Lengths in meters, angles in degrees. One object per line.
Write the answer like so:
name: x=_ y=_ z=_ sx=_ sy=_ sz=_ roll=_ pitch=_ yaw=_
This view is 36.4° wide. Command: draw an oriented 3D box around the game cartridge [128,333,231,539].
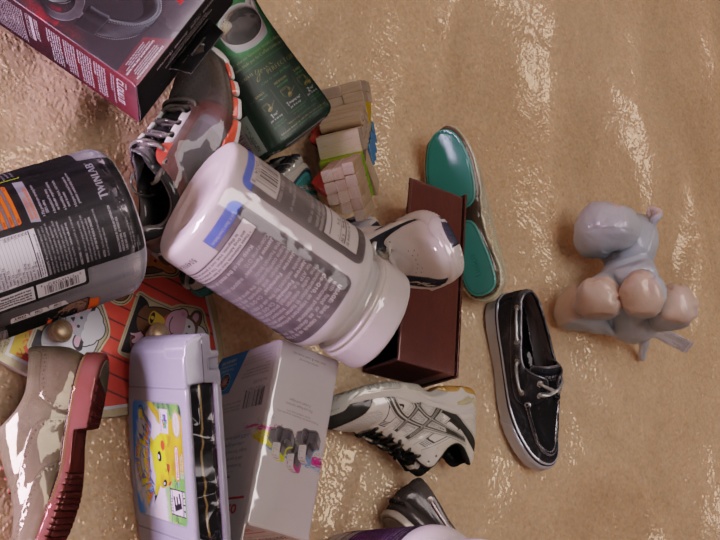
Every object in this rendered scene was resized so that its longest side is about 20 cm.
game cartridge: x=-0.153 y=0.155 z=0.905 sx=0.040 sy=0.133 sz=0.204 roll=-3 pitch=87 yaw=-29

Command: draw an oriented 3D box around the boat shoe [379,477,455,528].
boat shoe: x=0.101 y=0.296 z=1.106 sx=0.057 sy=0.067 sz=0.201 roll=-45 pitch=103 yaw=-26

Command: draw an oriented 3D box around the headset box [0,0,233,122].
headset box: x=-0.213 y=-0.241 z=0.950 sx=0.198 sy=0.077 sz=0.150 roll=35 pitch=72 yaw=2

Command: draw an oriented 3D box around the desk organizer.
desk organizer: x=0.058 y=0.013 z=1.153 sx=0.076 sy=0.071 sz=0.204 roll=16 pitch=67 yaw=-30

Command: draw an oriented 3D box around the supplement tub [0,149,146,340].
supplement tub: x=-0.278 y=-0.012 z=0.855 sx=0.197 sy=0.122 sz=0.125 roll=-20 pitch=89 yaw=-27

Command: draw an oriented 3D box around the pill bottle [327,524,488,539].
pill bottle: x=0.045 y=0.287 z=0.981 sx=0.110 sy=0.199 sz=0.114 roll=12 pitch=70 yaw=-34

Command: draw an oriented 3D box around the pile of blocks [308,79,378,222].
pile of blocks: x=-0.020 y=-0.121 z=1.131 sx=0.202 sy=0.061 sz=0.083 roll=-85 pitch=159 yaw=-47

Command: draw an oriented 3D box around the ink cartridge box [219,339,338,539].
ink cartridge box: x=-0.091 y=0.174 z=0.963 sx=0.067 sy=0.114 sz=0.204 roll=23 pitch=65 yaw=-29

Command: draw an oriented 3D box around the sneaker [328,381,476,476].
sneaker: x=0.045 y=0.161 z=1.097 sx=0.197 sy=0.075 sz=0.089 roll=6 pitch=73 yaw=-36

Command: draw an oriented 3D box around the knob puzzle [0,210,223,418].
knob puzzle: x=-0.201 y=0.035 z=0.972 sx=0.217 sy=0.030 sz=0.224 roll=12 pitch=69 yaw=-35

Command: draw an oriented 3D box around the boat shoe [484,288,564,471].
boat shoe: x=0.196 y=0.121 z=1.229 sx=0.071 sy=0.067 sz=0.204 roll=-3 pitch=79 yaw=-37

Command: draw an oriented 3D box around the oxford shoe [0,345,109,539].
oxford shoe: x=-0.260 y=0.159 z=0.881 sx=0.073 sy=0.071 sz=0.204 roll=13 pitch=73 yaw=-1

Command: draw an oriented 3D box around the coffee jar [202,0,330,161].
coffee jar: x=-0.122 y=-0.209 z=1.067 sx=0.104 sy=0.085 sz=0.202 roll=-39 pitch=102 yaw=-30

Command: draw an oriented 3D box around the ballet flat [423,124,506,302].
ballet flat: x=0.119 y=-0.063 z=1.239 sx=0.062 sy=0.066 sz=0.204 roll=-9 pitch=86 yaw=-66

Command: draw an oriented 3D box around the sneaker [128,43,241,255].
sneaker: x=-0.162 y=-0.111 z=0.971 sx=0.081 sy=0.076 sz=0.204 roll=18 pitch=74 yaw=-49

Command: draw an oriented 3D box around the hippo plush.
hippo plush: x=0.333 y=-0.004 z=1.313 sx=0.198 sy=0.158 sz=0.164 roll=19 pitch=67 yaw=-31

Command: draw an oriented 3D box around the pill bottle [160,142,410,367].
pill bottle: x=-0.060 y=-0.008 z=0.931 sx=0.199 sy=0.113 sz=0.115 roll=35 pitch=59 yaw=-22

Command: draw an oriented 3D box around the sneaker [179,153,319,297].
sneaker: x=-0.095 y=-0.035 z=1.043 sx=0.200 sy=0.077 sz=0.080 roll=-49 pitch=119 yaw=-42

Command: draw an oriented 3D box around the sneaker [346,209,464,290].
sneaker: x=0.000 y=0.000 z=1.040 sx=0.129 sy=0.198 sz=0.081 roll=-30 pitch=116 yaw=-28
